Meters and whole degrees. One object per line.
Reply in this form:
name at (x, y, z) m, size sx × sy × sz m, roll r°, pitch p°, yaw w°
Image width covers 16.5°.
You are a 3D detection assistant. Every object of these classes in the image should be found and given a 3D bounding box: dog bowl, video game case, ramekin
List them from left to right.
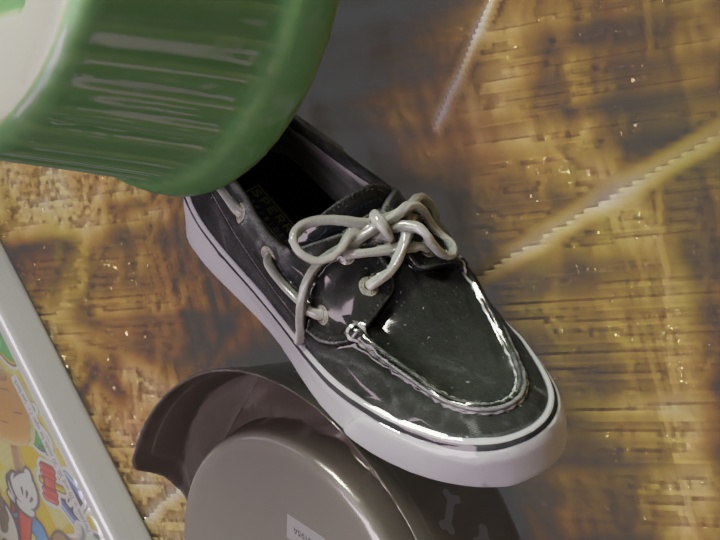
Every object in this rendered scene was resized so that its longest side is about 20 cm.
video game case at (-0.178, 0.101, 1.208) m, size 0.182 × 0.023 × 0.200 m, roll -39°, pitch 77°, yaw 51°
ramekin at (-0.099, -0.129, 0.900) m, size 0.200 × 0.097 × 0.201 m, roll -3°, pitch 86°, yaw 54°
dog bowl at (-0.009, 0.126, 0.991) m, size 0.200 × 0.059 × 0.201 m, roll 24°, pitch 124°, yaw 41°

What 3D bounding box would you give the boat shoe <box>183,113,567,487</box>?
boat shoe at (0.002, -0.001, 0.906) m, size 0.199 × 0.073 × 0.068 m, roll 48°, pitch 153°, yaw 38°
